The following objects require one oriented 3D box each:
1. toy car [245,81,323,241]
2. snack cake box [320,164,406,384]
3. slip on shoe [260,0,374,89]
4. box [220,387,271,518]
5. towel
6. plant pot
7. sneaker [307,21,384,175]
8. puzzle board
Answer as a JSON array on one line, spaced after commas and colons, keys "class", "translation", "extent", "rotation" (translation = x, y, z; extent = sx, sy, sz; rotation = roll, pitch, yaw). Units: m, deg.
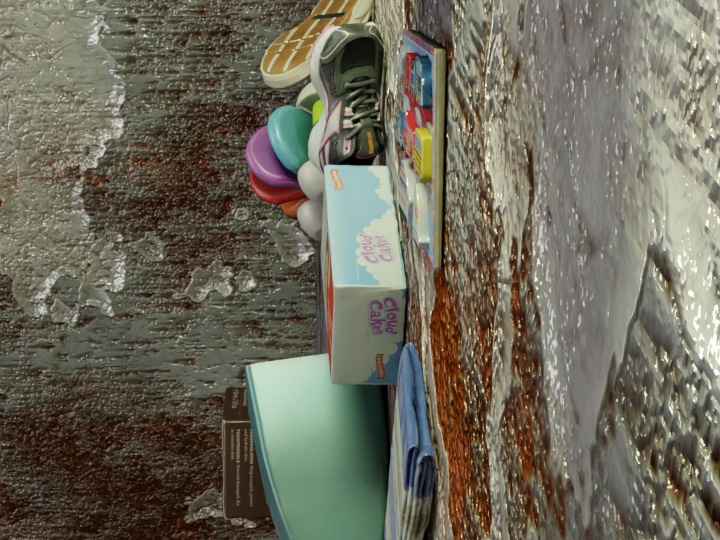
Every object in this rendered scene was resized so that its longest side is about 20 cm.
[{"class": "toy car", "translation": [-0.076, -0.145, 1.661], "extent": [0.200, 0.149, 0.176], "rotation": [96, 172, -61]}, {"class": "snack cake box", "translation": [0.000, 0.000, 1.198], "extent": [0.200, 0.067, 0.115], "rotation": [-96, 9, -53]}, {"class": "slip on shoe", "translation": [-0.040, -0.239, 1.358], "extent": [0.200, 0.076, 0.061], "rotation": [-60, -37, -46]}, {"class": "box", "translation": [-0.120, 0.286, 2.017], "extent": [0.166, 0.199, 0.165], "rotation": [-108, 18, -76]}, {"class": "towel", "translation": [0.038, 0.179, 1.005], "extent": [0.147, 0.024, 0.201], "rotation": [-93, 6, -60]}, {"class": "plant pot", "translation": [-0.038, 0.208, 1.337], "extent": [0.142, 0.141, 0.201], "rotation": [97, 164, -63]}, {"class": "sneaker", "translation": [-0.002, -0.158, 1.288], "extent": [0.201, 0.080, 0.086], "rotation": [92, 155, -47]}, {"class": "puzzle board", "translation": [0.042, -0.097, 0.941], "extent": [0.200, 0.017, 0.152], "rotation": [-104, 14, -75]}]
